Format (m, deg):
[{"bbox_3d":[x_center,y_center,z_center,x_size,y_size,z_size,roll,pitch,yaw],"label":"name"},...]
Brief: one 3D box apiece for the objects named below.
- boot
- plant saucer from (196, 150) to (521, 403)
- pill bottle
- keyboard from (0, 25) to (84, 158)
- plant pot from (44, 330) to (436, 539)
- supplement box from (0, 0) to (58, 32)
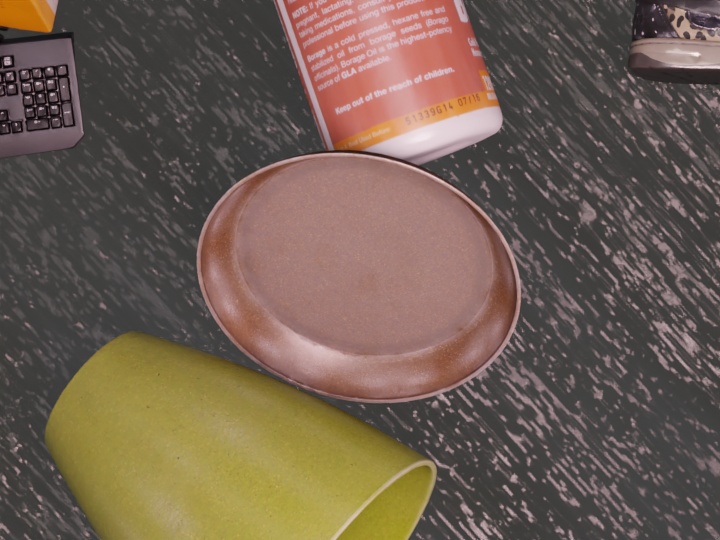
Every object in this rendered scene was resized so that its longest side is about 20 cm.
[{"bbox_3d":[0.267,-0.196,1.216,0.203,0.073,0.154,-1,86,0],"label":"boot"},{"bbox_3d":[0.000,0.000,1.192,0.199,0.032,0.201,6,130,7],"label":"plant saucer"},{"bbox_3d":[0.006,-0.164,1.203,0.112,0.112,0.201,-19,89,2],"label":"pill bottle"},{"bbox_3d":[-0.282,-0.119,1.249,0.199,0.040,0.104,-7,90,1],"label":"keyboard"},{"bbox_3d":[-0.088,0.132,1.184,0.200,0.187,0.187,36,90,17],"label":"plant pot"},{"bbox_3d":[-0.215,-0.262,1.193,0.073,0.126,0.201,9,81,3],"label":"supplement box"}]
